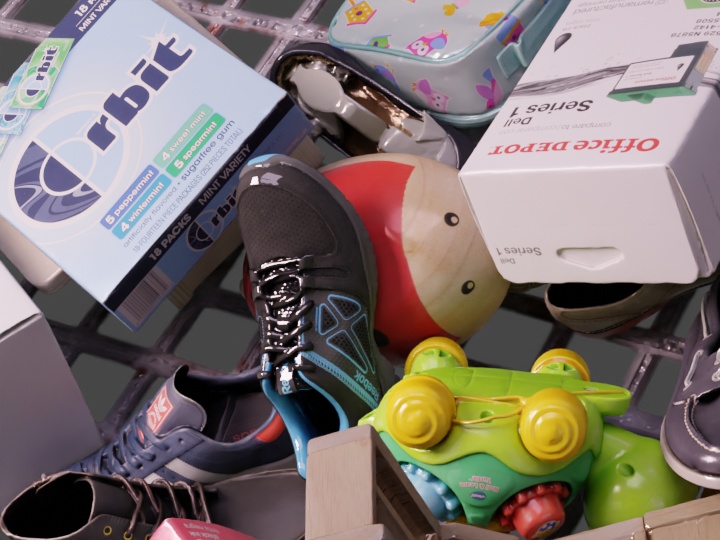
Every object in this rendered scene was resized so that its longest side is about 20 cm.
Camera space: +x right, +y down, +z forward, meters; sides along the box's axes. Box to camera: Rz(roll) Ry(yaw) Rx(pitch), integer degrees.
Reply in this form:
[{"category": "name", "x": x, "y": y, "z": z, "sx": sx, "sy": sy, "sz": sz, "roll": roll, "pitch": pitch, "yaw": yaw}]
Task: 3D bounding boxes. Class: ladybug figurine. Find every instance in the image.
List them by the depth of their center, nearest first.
[{"category": "ladybug figurine", "x": 0.000, "y": 0.000, "z": 1.285, "sx": 0.199, "sy": 0.137, "sz": 0.072, "roll": -15, "pitch": 7, "yaw": 35}]

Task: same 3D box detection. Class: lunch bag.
[{"category": "lunch bag", "x": 0.085, "y": -0.185, "z": 1.456, "sx": 0.160, "sy": 0.077, "sz": 0.200, "roll": 19, "pitch": 58, "yaw": 42}]

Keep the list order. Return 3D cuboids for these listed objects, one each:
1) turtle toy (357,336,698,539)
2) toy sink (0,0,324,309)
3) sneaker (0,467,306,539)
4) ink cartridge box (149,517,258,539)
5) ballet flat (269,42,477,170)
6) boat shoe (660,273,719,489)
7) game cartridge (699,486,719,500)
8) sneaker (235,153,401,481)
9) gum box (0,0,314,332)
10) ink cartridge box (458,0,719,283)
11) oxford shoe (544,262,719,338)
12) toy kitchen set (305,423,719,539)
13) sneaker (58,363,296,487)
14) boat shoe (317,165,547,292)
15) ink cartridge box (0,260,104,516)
[{"category": "turtle toy", "x": 0.096, "y": 0.106, "z": 1.187, "sx": 0.198, "sy": 0.102, "sz": 0.146, "roll": 6, "pitch": 11, "yaw": 7}, {"category": "toy sink", "x": -0.147, "y": -0.062, "z": 1.392, "sx": 0.200, "sy": 0.112, "sz": 0.130, "roll": -45, "pitch": 50, "yaw": -4}, {"category": "sneaker", "x": -0.106, "y": 0.151, "z": 1.210, "sx": 0.199, "sy": 0.107, "sz": 0.075, "roll": -21, "pitch": 47, "yaw": -3}, {"category": "ink cartridge box", "x": -0.071, "y": 0.253, "z": 1.089, "sx": 0.147, "sy": 0.083, "sz": 0.200, "roll": -52, "pitch": 49, "yaw": 11}, {"category": "ballet flat", "x": 0.013, "y": -0.090, "z": 1.386, "sx": 0.200, "sy": 0.073, "sz": 0.073, "roll": 39, "pitch": 67, "yaw": 22}, {"category": "boat shoe", "x": 0.209, "y": 0.059, "z": 1.170, "sx": 0.072, "sy": 0.063, "sz": 0.200, "roll": 3, "pitch": 23, "yaw": 11}, {"category": "game cartridge", "x": 0.284, "y": 0.158, "z": 1.149, "sx": 0.199, "sy": 0.033, "sz": 0.177, "roll": 10, "pitch": 53, "yaw": 27}, {"category": "sneaker", "x": -0.028, "y": 0.030, "z": 1.216, "sx": 0.073, "sy": 0.201, "sz": 0.082, "roll": -13, "pitch": 14, "yaw": 32}, {"category": "gum box", "x": -0.152, "y": -0.080, "z": 1.305, "sx": 0.170, "sy": 0.045, "sz": 0.200, "roll": -49, "pitch": 52, "yaw": -6}, {"category": "ink cartridge box", "x": 0.168, "y": -0.088, "z": 1.229, "sx": 0.145, "sy": 0.085, "sz": 0.200, "roll": -2, "pitch": 39, "yaw": 35}, {"category": "oxford shoe", "x": 0.200, "y": -0.022, "z": 1.255, "sx": 0.200, "sy": 0.075, "sz": 0.071, "roll": -38, "pitch": 74, "yaw": 14}, {"category": "toy kitchen set", "x": 0.097, "y": 0.178, "z": 1.058, "sx": 0.199, "sy": 0.181, "sz": 0.164, "roll": -17, "pitch": 44, "yaw": 16}, {"category": "sneaker", "x": -0.125, "y": 0.107, "z": 1.269, "sx": 0.199, "sy": 0.085, "sz": 0.075, "roll": -24, "pitch": 48, "yaw": -6}, {"category": "boat shoe", "x": 0.036, "y": -0.015, "z": 1.341, "sx": 0.200, "sy": 0.073, "sz": 0.063, "roll": 18, "pitch": 60, "yaw": 32}, {"category": "ink cartridge box", "x": -0.283, "y": 0.053, "z": 1.320, "sx": 0.144, "sy": 0.146, "sz": 0.200, "roll": -32, "pitch": 50, "yaw": -14}]
